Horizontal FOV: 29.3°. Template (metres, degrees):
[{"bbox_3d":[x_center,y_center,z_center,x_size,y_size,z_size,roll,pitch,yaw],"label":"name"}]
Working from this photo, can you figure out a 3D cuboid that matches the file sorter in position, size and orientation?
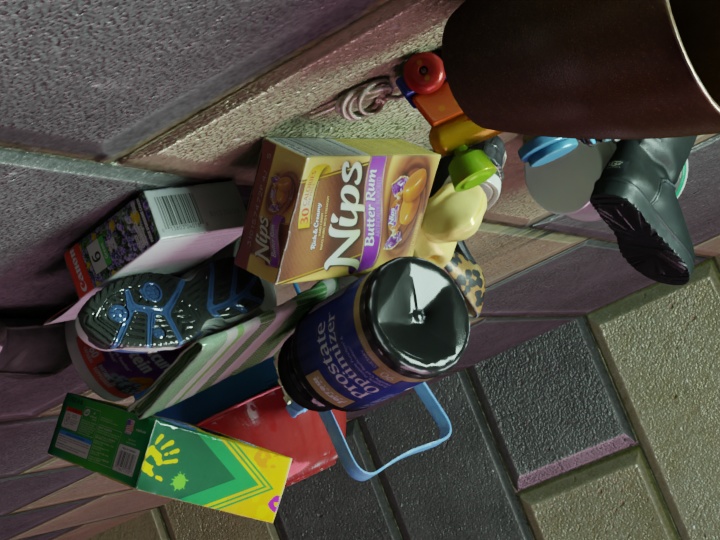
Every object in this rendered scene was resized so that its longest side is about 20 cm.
[{"bbox_3d":[-0.162,0.095,1.616,0.200,0.139,0.123,-27,170,24],"label":"file sorter"}]

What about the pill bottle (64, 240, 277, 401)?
[{"bbox_3d":[-0.190,0.047,1.402,0.200,0.112,0.111,-26,168,17],"label":"pill bottle"}]

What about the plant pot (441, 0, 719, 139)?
[{"bbox_3d":[0.163,-0.168,0.966,0.200,0.187,0.187,-12,177,39],"label":"plant pot"}]

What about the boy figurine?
[{"bbox_3d":[0.049,-0.049,1.410,0.200,0.124,0.064,-19,-149,54],"label":"boy figurine"}]

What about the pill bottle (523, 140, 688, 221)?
[{"bbox_3d":[0.268,-0.112,1.509,0.113,0.113,0.200,-30,166,36],"label":"pill bottle"}]

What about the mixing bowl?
[{"bbox_3d":[-0.094,0.194,1.599,0.200,0.109,0.200,-24,174,-3],"label":"mixing bowl"}]

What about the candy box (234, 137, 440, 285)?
[{"bbox_3d":[-0.017,-0.056,1.232,0.200,0.056,0.117,-7,117,-51],"label":"candy box"}]

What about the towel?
[{"bbox_3d":[-0.117,0.071,1.320,0.200,0.023,0.153,-25,166,-46],"label":"towel"}]

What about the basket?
[{"bbox_3d":[0.003,0.114,1.475,0.139,0.200,0.176,-41,164,33],"label":"basket"}]

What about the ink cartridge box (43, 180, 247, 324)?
[{"bbox_3d":[-0.203,-0.014,1.254,0.109,0.050,0.200,-11,165,-47],"label":"ink cartridge box"}]

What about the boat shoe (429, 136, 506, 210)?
[{"bbox_3d":[0.096,-0.085,1.452,0.074,0.060,0.200,22,157,-8],"label":"boat shoe"}]

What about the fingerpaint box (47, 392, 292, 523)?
[{"bbox_3d":[-0.197,0.189,1.412,0.167,0.074,0.200,22,171,-35],"label":"fingerpaint box"}]

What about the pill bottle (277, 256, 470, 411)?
[{"bbox_3d":[0.005,0.068,1.283,0.112,0.112,0.200,-14,169,-35],"label":"pill bottle"}]

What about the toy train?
[{"bbox_3d":[0.069,-0.114,1.122,0.200,0.116,0.085,-23,168,7],"label":"toy train"}]

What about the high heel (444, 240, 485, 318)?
[{"bbox_3d":[0.055,0.000,1.557,0.200,0.143,0.071,-12,166,-39],"label":"high heel"}]

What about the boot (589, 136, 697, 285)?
[{"bbox_3d":[0.312,-0.098,1.423,0.073,0.163,0.198,6,152,41],"label":"boot"}]

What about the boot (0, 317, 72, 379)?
[{"bbox_3d":[-0.390,0.092,1.388,0.182,0.073,0.200,-23,176,14],"label":"boot"}]

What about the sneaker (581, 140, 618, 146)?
[{"bbox_3d":[0.207,-0.148,1.309,0.073,0.082,0.200,-22,170,-5],"label":"sneaker"}]

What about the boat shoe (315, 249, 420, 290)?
[{"bbox_3d":[0.000,0.000,1.392,0.071,0.069,0.200,-30,-149,-24],"label":"boat shoe"}]

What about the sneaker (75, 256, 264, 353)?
[{"bbox_3d":[-0.176,0.045,1.249,0.200,0.076,0.077,-10,159,-48],"label":"sneaker"}]
